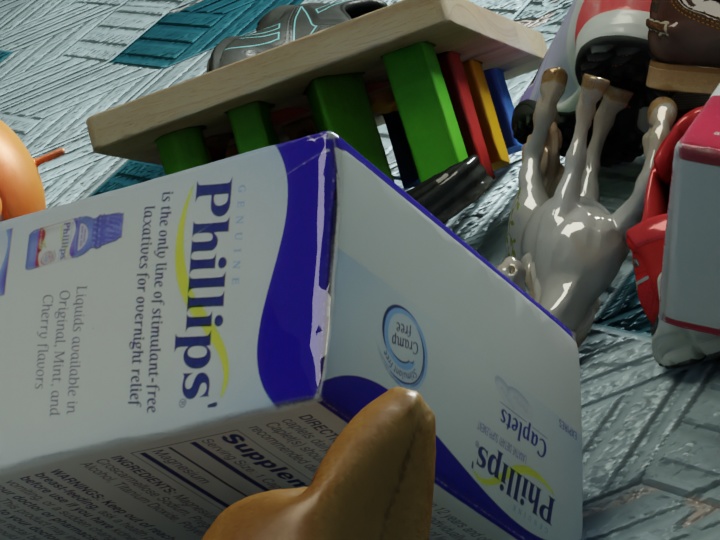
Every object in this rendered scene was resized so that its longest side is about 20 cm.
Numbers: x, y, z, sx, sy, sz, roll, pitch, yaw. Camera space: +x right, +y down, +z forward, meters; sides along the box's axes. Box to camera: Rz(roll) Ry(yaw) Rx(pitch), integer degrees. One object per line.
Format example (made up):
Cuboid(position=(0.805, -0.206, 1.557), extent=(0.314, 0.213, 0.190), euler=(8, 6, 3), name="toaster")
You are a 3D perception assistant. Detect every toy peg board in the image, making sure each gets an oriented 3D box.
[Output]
Cuboid(position=(-0.007, -0.057, 1.475), extent=(0.199, 0.098, 0.199), euler=(-18, -8, 17), name="toy peg board")

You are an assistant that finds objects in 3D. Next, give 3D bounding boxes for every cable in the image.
Cuboid(position=(0.000, 0.000, 1.343), extent=(0.199, 0.051, 0.097), euler=(-27, 3, 34), name="cable")

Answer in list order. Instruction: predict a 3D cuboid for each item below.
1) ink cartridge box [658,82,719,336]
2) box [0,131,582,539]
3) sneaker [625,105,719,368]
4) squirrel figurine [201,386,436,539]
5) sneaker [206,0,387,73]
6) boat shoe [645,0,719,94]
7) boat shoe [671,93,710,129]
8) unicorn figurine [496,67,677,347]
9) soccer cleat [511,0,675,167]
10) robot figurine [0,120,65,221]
Cuboid(position=(0.216, -0.045, 1.105), extent=(0.144, 0.084, 0.200), euler=(11, 32, 19), name="ink cartridge box")
Cuboid(position=(-0.045, 0.053, 1.045), extent=(0.199, 0.184, 0.105), euler=(-13, 59, 30), name="box")
Cuboid(position=(0.166, -0.038, 1.218), extent=(0.077, 0.085, 0.200), euler=(-14, 21, 28), name="sneaker")
Cuboid(position=(-0.064, 0.152, 0.915), extent=(0.186, 0.142, 0.200), euler=(-12, 22, 42), name="squirrel figurine")
Cuboid(position=(-0.037, -0.126, 1.736), extent=(0.079, 0.076, 0.200), euler=(-15, 21, 21), name="sneaker")
Cuboid(position=(0.226, -0.106, 1.242), extent=(0.199, 0.071, 0.070), euler=(6, 7, 6), name="boat shoe")
Cuboid(position=(0.179, -0.106, 1.405), extent=(0.075, 0.074, 0.200), euler=(-30, 19, -17), name="boat shoe")
Cuboid(position=(0.091, -0.019, 1.263), extent=(0.073, 0.138, 0.200), euler=(18, 3, 8), name="unicorn figurine")
Cuboid(position=(0.123, -0.106, 1.382), extent=(0.200, 0.068, 0.074), euler=(120, 165, -73), name="soccer cleat")
Cuboid(position=(-0.273, -0.026, 1.696), extent=(0.200, 0.117, 0.144), euler=(-34, -24, -25), name="robot figurine")
